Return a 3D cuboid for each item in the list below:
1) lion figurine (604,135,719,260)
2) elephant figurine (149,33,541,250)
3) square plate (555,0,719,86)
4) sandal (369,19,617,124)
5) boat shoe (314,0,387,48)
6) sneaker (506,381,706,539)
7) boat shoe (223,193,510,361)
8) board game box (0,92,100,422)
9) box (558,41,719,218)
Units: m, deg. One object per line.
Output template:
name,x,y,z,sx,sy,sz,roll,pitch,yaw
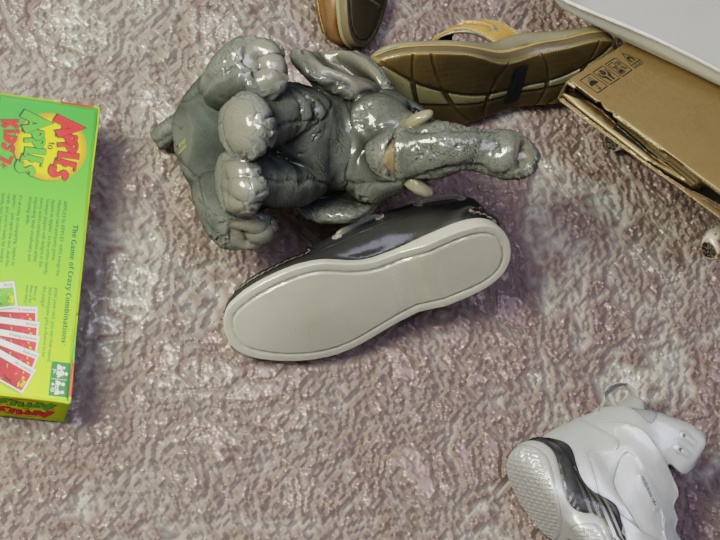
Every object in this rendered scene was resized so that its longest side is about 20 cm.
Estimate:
lion figurine,0.274,-0.075,1.198,0.122,0.073,0.201,-25,73,-33
elephant figurine,-0.012,-0.082,1.078,0.198,0.142,0.156,-5,55,-28
square plate,0.242,-0.204,1.221,0.196,0.029,0.201,26,41,-1
sandal,0.089,-0.151,1.174,0.198,0.081,0.054,-11,57,-21
boat shoe,-0.021,-0.257,1.189,0.067,0.072,0.203,-3,81,25
sneaker,0.197,0.170,1.081,0.115,0.075,0.200,-36,79,-21
boat shoe,0.000,0.000,1.097,0.198,0.074,0.060,-21,35,-6
board game box,-0.227,-0.012,1.044,0.100,0.048,0.202,7,69,-14
box,0.255,-0.115,1.174,0.163,0.021,0.199,39,42,17
